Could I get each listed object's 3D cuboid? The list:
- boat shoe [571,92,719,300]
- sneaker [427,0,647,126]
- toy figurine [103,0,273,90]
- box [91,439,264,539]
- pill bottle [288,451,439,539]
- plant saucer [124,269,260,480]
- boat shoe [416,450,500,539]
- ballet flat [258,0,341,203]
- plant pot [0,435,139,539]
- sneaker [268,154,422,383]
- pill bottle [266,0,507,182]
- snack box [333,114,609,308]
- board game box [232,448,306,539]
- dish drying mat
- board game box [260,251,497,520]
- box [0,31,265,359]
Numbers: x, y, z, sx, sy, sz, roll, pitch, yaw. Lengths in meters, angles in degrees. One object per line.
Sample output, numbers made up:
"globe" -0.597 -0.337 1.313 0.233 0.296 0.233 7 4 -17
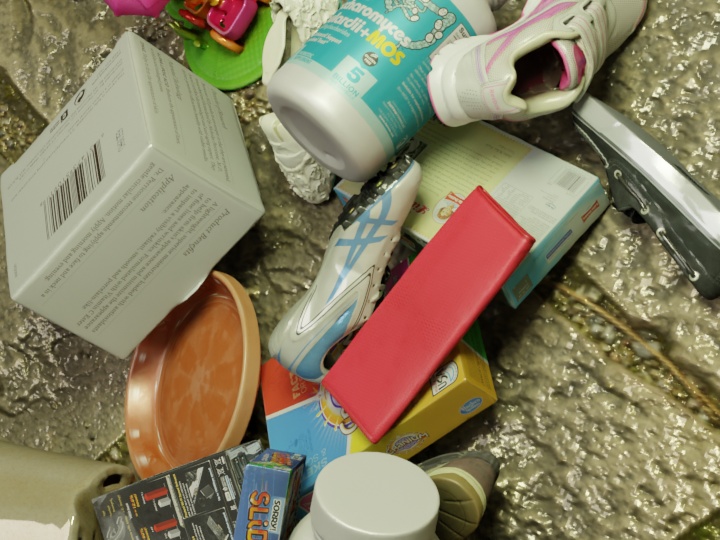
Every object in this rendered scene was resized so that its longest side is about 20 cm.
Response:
"boat shoe" 0.214 -0.058 1.267 0.057 0.069 0.200 -51 54 15
"sneaker" 0.151 -0.164 1.294 0.200 0.081 0.088 -37 31 -21
"toy figurine" -0.180 -0.276 1.573 0.200 0.184 0.150 41 103 40
"box" -0.123 0.258 1.408 0.158 0.050 0.200 -23 83 33
"pill bottle" 0.000 0.238 1.258 0.120 0.120 0.200 41 135 39
"plant saucer" -0.144 0.099 1.503 0.200 0.032 0.200 -24 59 48
"boat shoe" 0.038 0.192 1.333 0.072 0.066 0.201 55 137 0
"ballet flat" -0.058 -0.151 1.462 0.072 0.072 0.200 22 118 41
"plant pot" -0.289 0.236 1.517 0.183 0.200 0.201 -1 76 26
"sneaker" 0.000 0.000 1.344 0.200 0.072 0.072 -60 7 18
"pill bottle" 0.030 -0.172 1.333 0.200 0.111 0.111 -47 49 -13
"snack box" 0.085 -0.060 1.363 0.116 0.037 0.200 -47 48 -13
"board game box" -0.079 0.239 1.278 0.034 0.135 0.200 10 90 3
"dish drying mat" 0.051 0.034 1.299 0.200 0.018 0.077 -53 54 15
"board game box" 0.009 0.090 1.377 0.200 0.040 0.153 -37 41 24
"box" -0.209 -0.068 1.533 0.199 0.131 0.200 -45 34 19
